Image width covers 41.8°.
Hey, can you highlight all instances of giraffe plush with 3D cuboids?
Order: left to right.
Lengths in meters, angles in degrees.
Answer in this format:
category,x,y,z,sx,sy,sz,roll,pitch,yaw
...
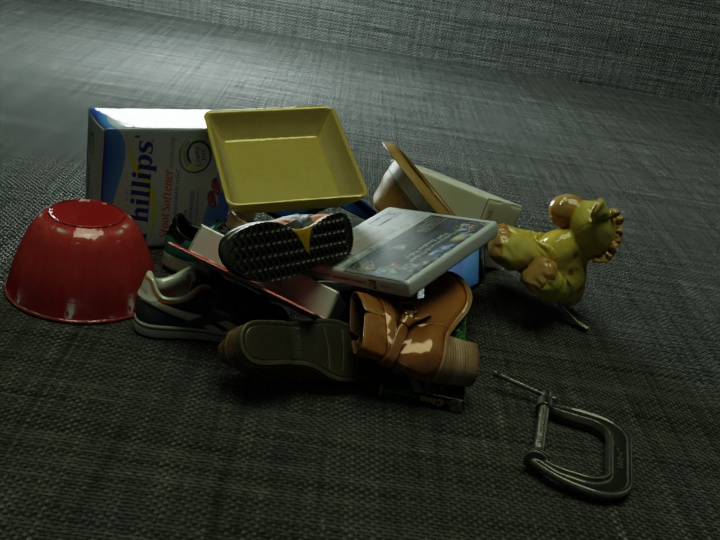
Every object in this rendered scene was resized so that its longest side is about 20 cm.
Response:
category,x,y,z,sx,sy,sz,roll,pitch,yaw
giraffe plush,0.301,-0.040,1.373,0.199,0.163,0.173,37,11,0

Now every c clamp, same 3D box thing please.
category,x,y,z,sx,sy,sz,roll,pitch,yaw
c clamp,0.228,0.191,1.074,0.169,0.027,0.200,17,22,3

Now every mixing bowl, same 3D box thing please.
category,x,y,z,sx,sy,sz,roll,pitch,yaw
mixing bowl,-0.355,-0.025,1.222,0.197,0.110,0.201,9,23,-4

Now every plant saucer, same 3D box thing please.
category,x,y,z,sx,sy,sz,roll,pitch,yaw
plant saucer,-0.110,-0.150,1.332,0.197,0.049,0.201,-6,48,-17

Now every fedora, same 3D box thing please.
category,x,y,z,sx,sy,sz,roll,pitch,yaw
fedora,0.074,-0.097,1.387,0.201,0.082,0.201,49,9,-10

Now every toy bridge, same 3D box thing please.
category,x,y,z,sx,sy,sz,roll,pitch,yaw
toy bridge,-0.143,-0.053,1.273,0.067,0.027,0.200,23,8,-32

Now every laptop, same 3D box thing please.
category,x,y,z,sx,sy,sz,roll,pitch,yaw
laptop,0.068,-0.008,1.353,0.198,0.104,0.178,20,23,0

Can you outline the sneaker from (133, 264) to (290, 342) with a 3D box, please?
category,x,y,z,sx,sy,sz,roll,pitch,yaw
sneaker,-0.180,0.042,1.179,0.197,0.080,0.079,3,23,-20

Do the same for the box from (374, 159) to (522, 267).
category,x,y,z,sx,sy,sz,roll,pitch,yaw
box,0.140,-0.092,1.540,0.199,0.110,0.127,27,12,34

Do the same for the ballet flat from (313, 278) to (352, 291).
category,x,y,z,sx,sy,sz,roll,pitch,yaw
ballet flat,0.000,0.000,1.284,0.197,0.069,0.064,-9,49,6

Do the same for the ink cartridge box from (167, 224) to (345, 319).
category,x,y,z,sx,sy,sz,roll,pitch,yaw
ink cartridge box,-0.121,0.004,1.165,0.198,0.045,0.176,26,-6,8

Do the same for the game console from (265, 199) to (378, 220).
category,x,y,z,sx,sy,sz,roll,pitch,yaw
game console,-0.069,-0.092,1.449,0.170,0.119,0.200,-29,29,-20

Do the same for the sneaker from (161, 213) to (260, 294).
category,x,y,z,sx,sy,sz,roll,pitch,yaw
sneaker,-0.185,-0.024,1.318,0.198,0.081,0.071,15,20,11

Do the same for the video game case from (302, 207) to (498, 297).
category,x,y,z,sx,sy,sz,roll,pitch,yaw
video game case,0.049,-0.028,1.202,0.180,0.024,0.199,10,29,39

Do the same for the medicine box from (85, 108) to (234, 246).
category,x,y,z,sx,sy,sz,roll,pitch,yaw
medicine box,-0.301,-0.138,1.404,0.198,0.184,0.103,-5,26,-31

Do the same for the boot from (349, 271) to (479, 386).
category,x,y,z,sx,sy,sz,roll,pitch,yaw
boot,0.056,0.056,1.153,0.154,0.077,0.201,15,41,-16

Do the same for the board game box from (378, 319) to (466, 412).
category,x,y,z,sx,sy,sz,roll,pitch,yaw
board game box,0.082,0.102,1.190,0.103,0.024,0.201,9,29,3

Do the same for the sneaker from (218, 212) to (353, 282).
category,x,y,z,sx,sy,sz,roll,pitch,yaw
sneaker,-0.102,-0.028,1.132,0.089,0.071,0.199,-1,9,45

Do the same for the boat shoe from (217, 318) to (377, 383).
category,x,y,z,sx,sy,sz,roll,pitch,yaw
boat shoe,-0.072,0.094,1.102,0.198,0.073,0.068,16,-25,-35
